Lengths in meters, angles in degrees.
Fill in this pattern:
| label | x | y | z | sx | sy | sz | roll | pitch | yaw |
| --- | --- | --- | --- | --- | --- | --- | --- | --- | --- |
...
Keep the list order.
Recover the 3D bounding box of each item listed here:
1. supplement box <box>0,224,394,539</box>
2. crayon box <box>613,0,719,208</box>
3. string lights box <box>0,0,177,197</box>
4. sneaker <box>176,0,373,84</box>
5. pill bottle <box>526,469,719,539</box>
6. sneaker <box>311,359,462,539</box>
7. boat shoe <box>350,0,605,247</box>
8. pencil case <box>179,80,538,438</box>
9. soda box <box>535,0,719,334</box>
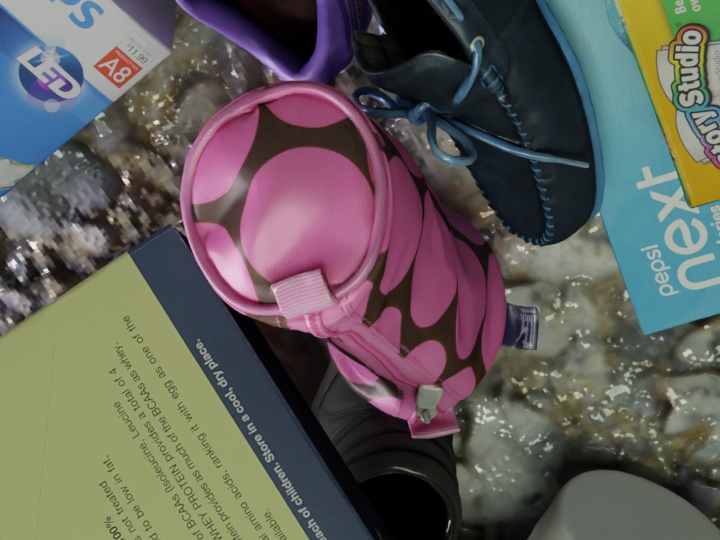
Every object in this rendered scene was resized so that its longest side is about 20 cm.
| label | x | y | z | sx | sy | sz | roll | pitch | yaw |
| --- | --- | --- | --- | --- | --- | --- | --- | --- | --- |
| supplement box | -0.092 | 0.124 | 0.996 | 0.199 | 0.134 | 0.201 | -33 | 84 | 0 |
| crayon box | 0.137 | -0.125 | 0.911 | 0.118 | 0.058 | 0.201 | -16 | 127 | 12 |
| string lights box | -0.175 | -0.071 | 1.046 | 0.200 | 0.059 | 0.103 | -38 | 116 | 23 |
| sneaker | -0.064 | -0.147 | 0.982 | 0.081 | 0.084 | 0.200 | -38 | 113 | 23 |
| pill bottle | 0.079 | 0.189 | 1.167 | 0.113 | 0.113 | 0.201 | 23 | 120 | -12 |
| sneaker | -0.008 | 0.125 | 1.139 | 0.070 | 0.099 | 0.201 | 13 | 123 | -8 |
| boat shoe | 0.022 | -0.088 | 0.975 | 0.069 | 0.084 | 0.201 | -40 | 115 | -25 |
| pencil case | 0.000 | 0.000 | 0.999 | 0.090 | 0.094 | 0.200 | -5 | 165 | 17 |
| soda box | 0.109 | -0.080 | 1.027 | 0.067 | 0.064 | 0.201 | -16 | 121 | 12 |
